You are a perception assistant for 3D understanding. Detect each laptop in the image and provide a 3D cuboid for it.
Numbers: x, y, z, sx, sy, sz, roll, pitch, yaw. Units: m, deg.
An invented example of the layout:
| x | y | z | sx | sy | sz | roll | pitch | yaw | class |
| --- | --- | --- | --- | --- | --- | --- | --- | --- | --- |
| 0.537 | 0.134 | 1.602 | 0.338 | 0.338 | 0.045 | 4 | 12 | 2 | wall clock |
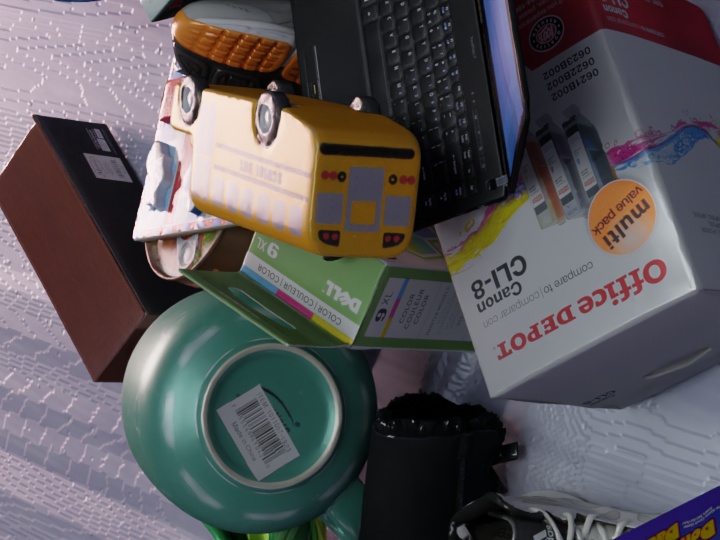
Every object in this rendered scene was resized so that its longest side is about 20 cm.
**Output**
| x | y | z | sx | sy | sz | roll | pitch | yaw | class |
| --- | --- | --- | --- | --- | --- | --- | --- | --- | --- |
| 0.020 | -0.122 | 0.955 | 0.199 | 0.103 | 0.178 | -19 | 70 | 34 | laptop |

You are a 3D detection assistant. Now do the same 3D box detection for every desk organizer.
| x | y | z | sx | sy | sz | roll | pitch | yaw | class |
| --- | --- | --- | --- | --- | --- | --- | --- | --- | --- |
| -0.193 | -0.016 | 1.332 | 0.077 | 0.072 | 0.200 | -50 | 58 | 28 | desk organizer |

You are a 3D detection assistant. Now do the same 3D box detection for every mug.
| x | y | z | sx | sy | sz | roll | pitch | yaw | class |
| --- | --- | --- | --- | --- | --- | --- | --- | --- | --- |
| -0.051 | 0.090 | 1.116 | 0.114 | 0.184 | 0.153 | 179 | 104 | -76 | mug |

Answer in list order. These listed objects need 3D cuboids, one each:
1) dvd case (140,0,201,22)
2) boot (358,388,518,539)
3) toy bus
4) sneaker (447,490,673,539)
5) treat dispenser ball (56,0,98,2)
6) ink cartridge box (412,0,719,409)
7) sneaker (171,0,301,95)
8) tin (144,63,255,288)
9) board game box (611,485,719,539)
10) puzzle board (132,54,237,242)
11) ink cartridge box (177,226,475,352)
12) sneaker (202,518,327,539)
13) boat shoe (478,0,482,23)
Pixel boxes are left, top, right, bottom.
| x | y | z | sx | sy | sz | roll | pitch | yaw | class |
| --- | --- | --- | --- | --- | --- | --- | --- | --- | --- |
| -0.022 | -0.211 | 1.088 | 0.146 | 0.199 | 0.022 | -34 | 81 | 55 | dvd case |
| 0.014 | 0.162 | 1.065 | 0.073 | 0.198 | 0.163 | 18 | 104 | 36 | boot |
| -0.042 | -0.062 | 0.990 | 0.200 | 0.065 | 0.079 | 20 | 107 | 60 | toy bus |
| 0.136 | 0.166 | 1.007 | 0.200 | 0.115 | 0.076 | 3 | 88 | 38 | sneaker |
| -0.204 | -0.293 | 1.282 | 0.200 | 0.200 | 0.202 | -5 | 83 | 39 | treat dispenser ball |
| 0.136 | -0.040 | 1.008 | 0.145 | 0.144 | 0.201 | -31 | 66 | 33 | ink cartridge box |
| -0.031 | -0.151 | 1.138 | 0.076 | 0.199 | 0.092 | -41 | 51 | 47 | sneaker |
| -0.100 | -0.084 | 1.247 | 0.112 | 0.042 | 0.201 | -26 | 53 | 50 | tin |
| 0.191 | 0.186 | 0.950 | 0.200 | 0.134 | 0.045 | -34 | 27 | 33 | board game box |
| -0.095 | -0.122 | 1.214 | 0.150 | 0.017 | 0.201 | -8 | 68 | 52 | puzzle board |
| 0.000 | 0.000 | 1.083 | 0.104 | 0.199 | 0.060 | 34 | 109 | 36 | ink cartridge box |
| -0.077 | 0.125 | 1.211 | 0.074 | 0.083 | 0.201 | -30 | 67 | 34 | sneaker |
| 0.086 | -0.180 | 1.117 | 0.069 | 0.074 | 0.201 | 27 | 94 | 41 | boat shoe |
